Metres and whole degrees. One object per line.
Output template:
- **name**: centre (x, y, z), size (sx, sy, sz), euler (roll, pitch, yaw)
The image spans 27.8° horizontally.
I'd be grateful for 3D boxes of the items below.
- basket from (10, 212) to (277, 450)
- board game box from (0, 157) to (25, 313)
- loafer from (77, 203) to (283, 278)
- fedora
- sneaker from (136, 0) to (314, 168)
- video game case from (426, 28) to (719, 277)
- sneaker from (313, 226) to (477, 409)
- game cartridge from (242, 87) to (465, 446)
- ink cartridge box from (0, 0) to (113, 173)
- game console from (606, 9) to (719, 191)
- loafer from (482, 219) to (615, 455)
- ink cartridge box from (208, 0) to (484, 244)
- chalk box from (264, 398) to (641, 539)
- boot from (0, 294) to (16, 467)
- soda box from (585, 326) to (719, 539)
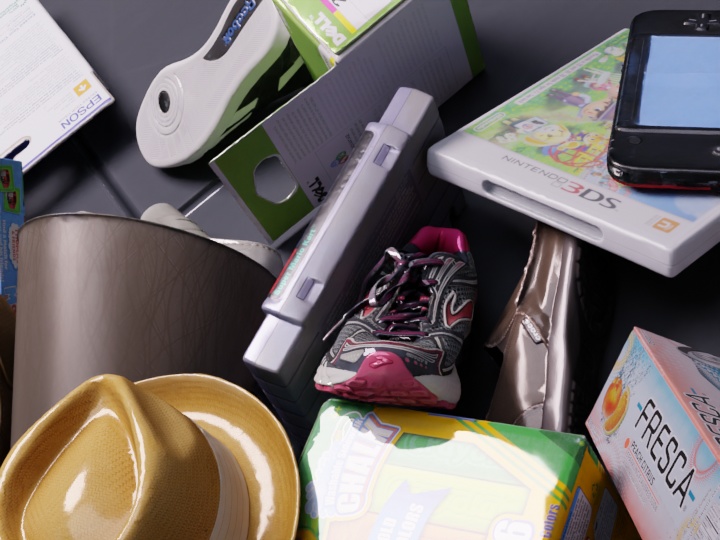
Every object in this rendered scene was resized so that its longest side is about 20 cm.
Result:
- **basket**: centre (-0.142, 0.089, 0.897), size (0.136, 0.180, 0.201), euler (-26, 52, 51)
- **board game box**: centre (-0.303, 0.029, 1.030), size (0.151, 0.037, 0.201), euler (-5, 86, 25)
- **loafer**: centre (-0.138, -0.015, 1.015), size (0.199, 0.070, 0.070), euler (3, 67, 30)
- **fedora**: centre (-0.127, 0.121, 0.736), size (0.200, 0.082, 0.201), euler (-13, 47, 14)
- **sneaker**: centre (-0.075, -0.138, 1.075), size (0.200, 0.112, 0.073), euler (-38, 69, 43)
- **video game case**: centre (0.172, -0.080, 0.876), size (0.200, 0.022, 0.182), euler (-33, 43, -33)
- **sneaker**: centre (0.024, 0.026, 0.821), size (0.080, 0.200, 0.075), euler (8, 104, 7)
- **game cartridge**: centre (0.000, 0.000, 0.891), size (0.038, 0.130, 0.200), euler (18, 67, 28)
- **ink cartridge box**: centre (-0.307, -0.118, 1.187), size (0.196, 0.043, 0.200), euler (-39, 52, -2)
- **game console**: centre (0.234, -0.144, 0.833), size (0.171, 0.119, 0.200), euler (3, 36, 14)
- **loafer**: centre (0.103, 0.032, 0.851), size (0.071, 0.073, 0.201), euler (-5, 54, 26)
- **ink cartridge box**: centre (-0.022, -0.129, 0.973), size (0.200, 0.148, 0.076), euler (-39, 67, -3)
- **chalk box**: centre (0.028, 0.154, 0.771), size (0.199, 0.124, 0.125), euler (4, 59, 30)
- **boot**: centre (-0.282, 0.105, 0.958), size (0.155, 0.077, 0.201), euler (-23, 94, 11)
- **soda box**: centre (0.170, 0.101, 0.689), size (0.200, 0.068, 0.064), euler (-103, 35, -68)
